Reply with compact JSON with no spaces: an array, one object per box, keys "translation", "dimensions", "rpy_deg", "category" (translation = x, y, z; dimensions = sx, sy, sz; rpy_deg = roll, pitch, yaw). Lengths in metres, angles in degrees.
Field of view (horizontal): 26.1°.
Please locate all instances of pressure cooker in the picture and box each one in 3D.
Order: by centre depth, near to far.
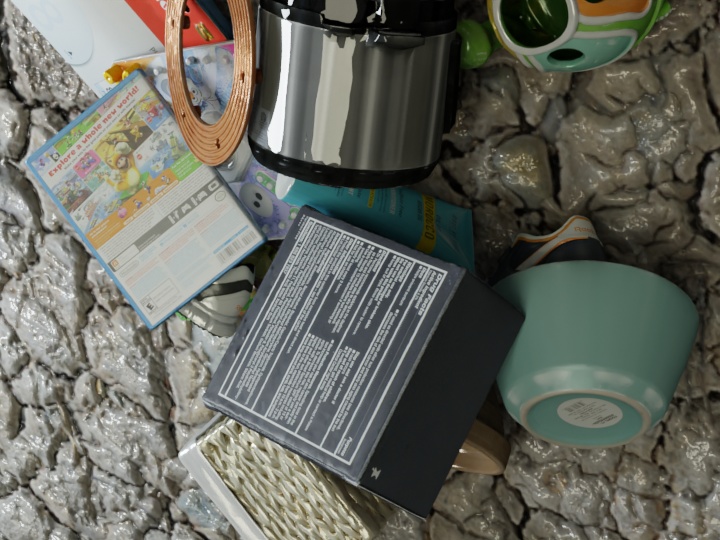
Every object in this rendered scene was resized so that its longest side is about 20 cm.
[{"translation":[-0.005,-0.184,1.314],"dimensions":[0.174,0.178,0.202],"rpy_deg":[14,110,22],"category":"pressure cooker"}]

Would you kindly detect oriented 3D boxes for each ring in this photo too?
[{"translation":[-0.127,-0.192,1.346],"dimensions":[0.200,0.019,0.203],"rpy_deg":[21,114,60],"category":"ring"}]

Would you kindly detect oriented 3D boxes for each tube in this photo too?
[{"translation":[0.019,-0.057,1.430],"dimensions":[0.199,0.078,0.050],"rpy_deg":[20,143,-23],"category":"tube"}]

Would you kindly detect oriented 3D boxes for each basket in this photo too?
[{"translation":[-0.063,0.208,1.590],"dimensions":[0.123,0.136,0.200],"rpy_deg":[-40,90,28],"category":"basket"}]

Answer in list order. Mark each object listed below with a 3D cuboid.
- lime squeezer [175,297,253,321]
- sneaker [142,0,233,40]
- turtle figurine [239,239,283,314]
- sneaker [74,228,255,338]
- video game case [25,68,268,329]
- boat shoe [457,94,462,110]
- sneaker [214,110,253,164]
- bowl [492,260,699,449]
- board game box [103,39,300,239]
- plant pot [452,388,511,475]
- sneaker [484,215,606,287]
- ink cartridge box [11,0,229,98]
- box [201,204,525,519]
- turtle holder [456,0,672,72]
[{"translation":[-0.174,0.021,1.555],"dimensions":[0.198,0.038,0.071],"rpy_deg":[22,141,12],"category":"lime squeezer"},{"translation":[-0.177,-0.293,1.485],"dimensions":[0.078,0.090,0.200],"rpy_deg":[-6,129,50],"category":"sneaker"},{"translation":[-0.110,-0.013,1.568],"dimensions":[0.199,0.064,0.162],"rpy_deg":[37,120,8],"category":"turtle figurine"},{"translation":[-0.189,-0.020,1.509],"dimensions":[0.199,0.074,0.080],"rpy_deg":[33,99,1],"category":"sneaker"},{"translation":[-0.201,-0.066,1.460],"dimensions":[0.143,0.018,0.201],"rpy_deg":[-37,92,9],"category":"video game case"},{"translation":[0.066,-0.238,1.410],"dimensions":[0.056,0.067,0.202],"rpy_deg":[2,115,7],"category":"boat shoe"},{"translation":[-0.059,-0.154,1.484],"dimensions":[0.198,0.076,0.076],"rpy_deg":[-5,109,28],"category":"sneaker"},{"translation":[0.200,0.088,1.384],"dimensions":[0.199,0.106,0.201],"rpy_deg":[6,149,4],"category":"bowl"},{"translation":[-0.136,-0.114,1.475],"dimensions":[0.198,0.026,0.202],"rpy_deg":[-3,116,33],"category":"board game box"},{"translation":[0.059,0.119,1.500],"dimensions":[0.199,0.201,0.093],"rpy_deg":[16,75,18],"category":"plant pot"},{"translation":[0.159,0.018,1.456],"dimensions":[0.078,0.080,0.200],"rpy_deg":[19,146,-31],"category":"sneaker"},{"translation":[-0.231,-0.238,1.479],"dimensions":[0.160,0.047,0.199],"rpy_deg":[49,150,-20],"category":"ink cartridge box"},{"translation":[0.003,0.078,1.345],"dimensions":[0.197,0.123,0.201],"rpy_deg":[23,82,41],"category":"box"},{"translation":[0.160,-0.236,1.319],"dimensions":[0.184,0.132,0.142],"rpy_deg":[12,120,32],"category":"turtle holder"}]
